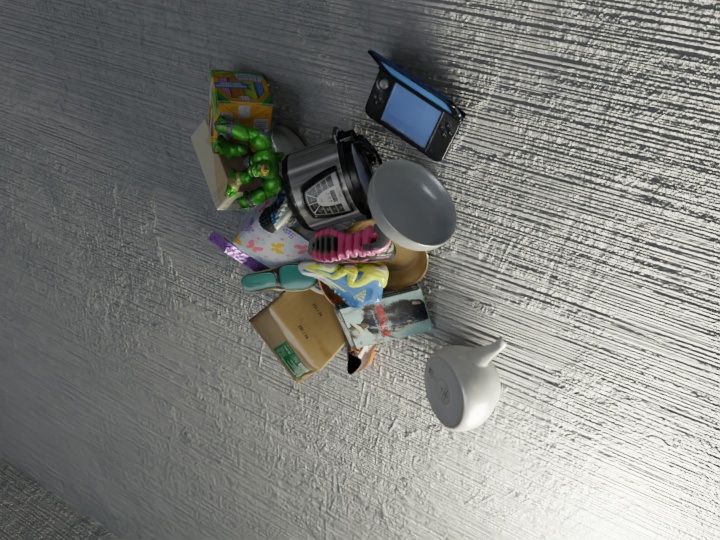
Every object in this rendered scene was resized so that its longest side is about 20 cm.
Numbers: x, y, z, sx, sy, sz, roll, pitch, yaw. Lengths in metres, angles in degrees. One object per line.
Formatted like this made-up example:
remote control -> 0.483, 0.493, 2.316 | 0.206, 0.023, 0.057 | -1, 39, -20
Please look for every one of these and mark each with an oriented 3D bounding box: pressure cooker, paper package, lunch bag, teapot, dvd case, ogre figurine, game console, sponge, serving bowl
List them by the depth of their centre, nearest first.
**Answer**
game console -> 0.089, -0.310, 1.313 | 0.199, 0.118, 0.172 | 36, 131, 13
serving bowl -> 0.093, -0.121, 1.368 | 0.200, 0.200, 0.066 | 48, 138, 1
ogre figurine -> -0.225, -0.223, 1.422 | 0.118, 0.098, 0.203 | -3, 101, 18
pressure cooker -> -0.046, -0.190, 1.425 | 0.197, 0.176, 0.181 | -16, 73, 14
teapot -> 0.242, 0.256, 1.528 | 0.199, 0.144, 0.200 | -14, 87, 65
dvd case -> 0.055, 0.107, 1.553 | 0.197, 0.022, 0.147 | -13, 134, 8
lunch bag -> -0.171, -0.085, 1.621 | 0.199, 0.128, 0.169 | 35, 139, -24
paper package -> -0.140, 0.137, 1.686 | 0.201, 0.191, 0.103 | 52, 133, -5
sponge -> -0.279, -0.024, 1.700 | 0.199, 0.030, 0.111 | 37, 175, -39

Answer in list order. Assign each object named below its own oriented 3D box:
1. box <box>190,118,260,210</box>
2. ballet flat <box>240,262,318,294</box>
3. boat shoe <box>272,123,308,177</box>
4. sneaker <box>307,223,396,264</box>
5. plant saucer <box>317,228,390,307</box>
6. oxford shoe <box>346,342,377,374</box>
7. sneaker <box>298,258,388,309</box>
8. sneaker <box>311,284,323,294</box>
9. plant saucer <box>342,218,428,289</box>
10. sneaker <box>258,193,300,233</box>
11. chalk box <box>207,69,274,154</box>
box -> -0.313, -0.247, 1.602 | 0.078, 0.094, 0.202 | -36, 71, 41
ballet flat -> -0.188, 0.018, 1.635 | 0.197, 0.062, 0.069 | -3, 91, 12
boat shoe -> -0.146, -0.238, 1.552 | 0.074, 0.068, 0.201 | -29, 98, 41
sneaker -> -0.015, -0.041, 1.425 | 0.198, 0.080, 0.095 | -2, 159, 28
plant saucer -> 0.000, 0.000, 1.560 | 0.197, 0.037, 0.203 | 1, 99, 6
oxford shoe -> 0.006, 0.174, 1.684 | 0.071, 0.072, 0.202 | 24, 127, 22
sneaker -> -0.040, 0.031, 1.471 | 0.197, 0.076, 0.107 | 5, 101, 14
sneaker -> -0.046, 0.017, 1.630 | 0.198, 0.075, 0.085 | 18, 126, 11
plant saucer -> 0.051, -0.042, 1.472 | 0.197, 0.036, 0.202 | 10, 136, 10
sneaker -> -0.152, -0.121, 1.461 | 0.074, 0.201, 0.087 | -23, 114, 22
chalk box -> -0.269, -0.356, 1.505 | 0.201, 0.122, 0.126 | -113, 29, -48
